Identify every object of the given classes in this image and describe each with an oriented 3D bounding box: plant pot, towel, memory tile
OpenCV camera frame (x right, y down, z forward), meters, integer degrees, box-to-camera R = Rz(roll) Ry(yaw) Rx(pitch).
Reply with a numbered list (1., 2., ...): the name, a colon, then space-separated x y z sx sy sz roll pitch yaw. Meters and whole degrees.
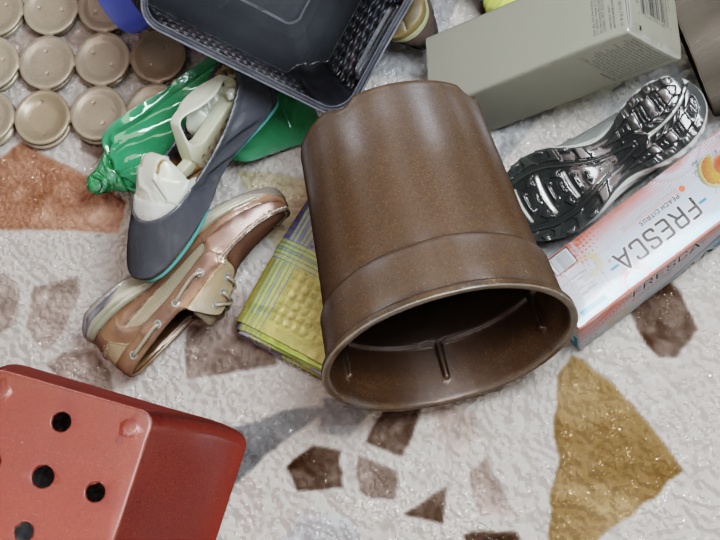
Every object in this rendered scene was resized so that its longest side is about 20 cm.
1. plant pot: 0.047 -0.025 1.527 0.198 0.201 0.200 -15 64 2
2. towel: 0.000 0.000 1.627 0.143 0.023 0.201 26 77 14
3. memory tile: -0.246 -0.179 1.715 0.198 0.017 0.155 -2 73 5
4. plant pot: -0.221 0.174 1.517 0.198 0.176 0.202 15 74 11

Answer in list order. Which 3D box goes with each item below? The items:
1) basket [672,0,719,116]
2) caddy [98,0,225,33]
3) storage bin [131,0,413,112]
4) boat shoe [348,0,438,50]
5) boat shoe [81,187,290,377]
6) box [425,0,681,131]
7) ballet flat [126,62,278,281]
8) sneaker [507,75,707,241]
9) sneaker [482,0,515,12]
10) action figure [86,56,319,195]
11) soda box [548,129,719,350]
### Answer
1. basket: 0.355 -0.213 1.589 0.199 0.180 0.137 -22 92 10
2. caddy: -0.153 -0.286 1.657 0.105 0.141 0.202 -33 63 40
3. storage bin: -0.073 -0.228 1.553 0.199 0.094 0.136 24 103 -27
4. boat shoe: -0.001 -0.256 1.686 0.073 0.065 0.201 -36 58 7
5. boat shoe: -0.132 0.012 1.617 0.200 0.076 0.072 -39 76 3
6. box: 0.152 -0.177 1.584 0.199 0.082 0.069 -17 67 36
7. ballet flat: -0.140 -0.088 1.582 0.073 0.073 0.201 29 74 14
8. sneaker: 0.196 -0.084 1.609 0.199 0.079 0.074 -31 83 14
9. sneaker: 0.160 -0.293 1.673 0.105 0.076 0.200 34 70 26
10. action figure: -0.142 -0.119 1.655 0.199 0.055 0.119 -29 93 -9
11. soda box: 0.232 -0.025 1.582 0.199 0.068 0.064 -36 73 -5
